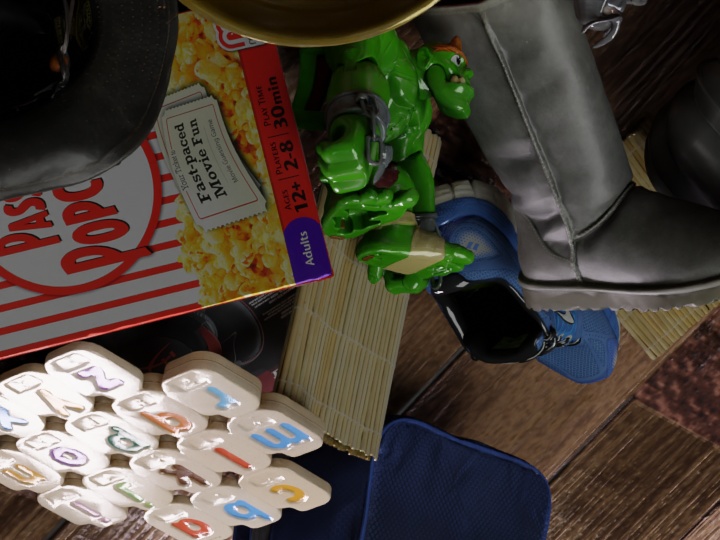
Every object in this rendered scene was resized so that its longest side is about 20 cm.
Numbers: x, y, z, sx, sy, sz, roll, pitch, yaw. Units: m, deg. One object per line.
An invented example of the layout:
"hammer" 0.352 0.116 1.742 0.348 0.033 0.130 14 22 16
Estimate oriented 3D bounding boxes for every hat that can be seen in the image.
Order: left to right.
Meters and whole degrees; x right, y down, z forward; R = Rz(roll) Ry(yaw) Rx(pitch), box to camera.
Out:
"hat" -0.192 -0.115 1.259 0.200 0.201 0.081 -15 175 -21

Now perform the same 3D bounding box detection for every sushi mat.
"sushi mat" 0.000 0.000 1.467 0.096 0.012 0.200 31 65 -49
"sushi mat" 0.183 -0.019 1.655 0.096 0.012 0.200 -38 139 6

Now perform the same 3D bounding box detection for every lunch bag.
"lunch bag" 0.017 0.169 1.636 0.200 0.132 0.136 26 70 -44

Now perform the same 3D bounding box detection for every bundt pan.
"bundt pan" 0.239 -0.107 1.520 0.202 0.076 0.202 -47 175 -6

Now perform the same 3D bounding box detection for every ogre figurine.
"ogre figurine" 0.009 -0.069 1.386 0.098 0.120 0.200 -13 159 29

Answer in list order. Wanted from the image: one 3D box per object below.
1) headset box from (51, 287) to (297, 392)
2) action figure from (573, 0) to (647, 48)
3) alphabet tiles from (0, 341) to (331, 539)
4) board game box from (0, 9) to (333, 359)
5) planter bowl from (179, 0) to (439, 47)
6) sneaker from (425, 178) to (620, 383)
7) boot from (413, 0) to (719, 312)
"headset box" -0.106 0.012 1.461 0.148 0.075 0.200 -31 139 -4
"action figure" 0.156 -0.210 1.356 0.200 0.069 0.130 -70 160 5
"alphabet tiles" -0.119 0.096 1.442 0.200 0.015 0.195 -23 136 38
"board game box" -0.129 -0.044 1.330 0.200 0.152 0.046 -15 180 -13
"planter bowl" -0.021 -0.211 1.265 0.200 0.200 0.083 -42 -178 9
"sneaker" 0.092 0.028 1.580 0.078 0.089 0.200 -21 143 30
"boot" 0.132 -0.077 1.430 0.181 0.073 0.200 -6 110 27
